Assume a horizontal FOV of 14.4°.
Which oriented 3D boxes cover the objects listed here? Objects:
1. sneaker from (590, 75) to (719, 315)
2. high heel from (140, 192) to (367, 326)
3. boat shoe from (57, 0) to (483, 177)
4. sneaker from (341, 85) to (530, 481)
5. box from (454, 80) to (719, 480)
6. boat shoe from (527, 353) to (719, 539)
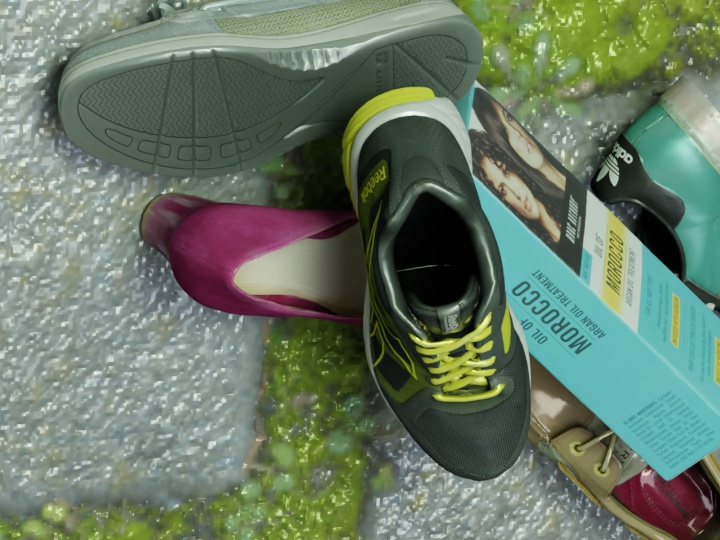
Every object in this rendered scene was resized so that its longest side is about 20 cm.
[{"bbox_3d":[0.187,-0.007,1.450,0.080,0.071,0.200,-39,121,3],"label":"sneaker"},{"bbox_3d":[0.000,0.000,1.333,0.199,0.096,0.068,14,100,-30],"label":"high heel"},{"bbox_3d":[-0.045,-0.096,1.304,0.201,0.065,0.075,-13,132,-17],"label":"boat shoe"},{"bbox_3d":[0.033,0.021,1.278,0.074,0.085,0.201,-16,119,3],"label":"sneaker"},{"bbox_3d":[0.101,0.005,1.366,0.049,0.082,0.200,-37,112,27],"label":"box"},{"bbox_3d":[0.132,0.081,1.447,0.200,0.066,0.074,40,87,-32],"label":"boat shoe"}]
